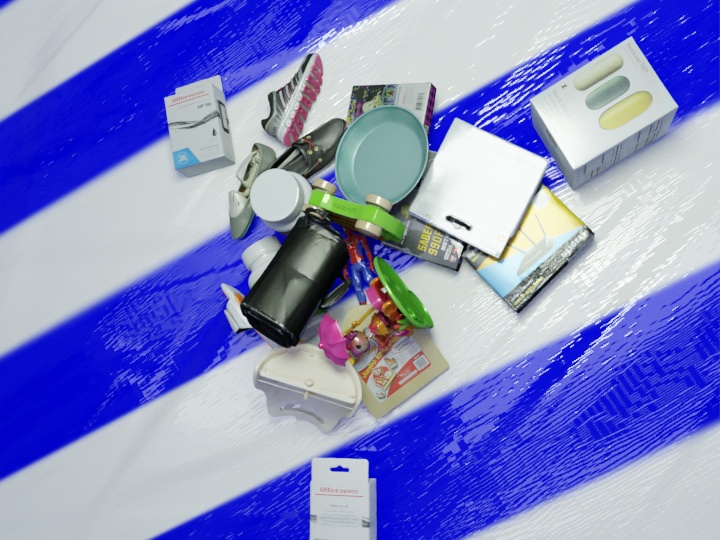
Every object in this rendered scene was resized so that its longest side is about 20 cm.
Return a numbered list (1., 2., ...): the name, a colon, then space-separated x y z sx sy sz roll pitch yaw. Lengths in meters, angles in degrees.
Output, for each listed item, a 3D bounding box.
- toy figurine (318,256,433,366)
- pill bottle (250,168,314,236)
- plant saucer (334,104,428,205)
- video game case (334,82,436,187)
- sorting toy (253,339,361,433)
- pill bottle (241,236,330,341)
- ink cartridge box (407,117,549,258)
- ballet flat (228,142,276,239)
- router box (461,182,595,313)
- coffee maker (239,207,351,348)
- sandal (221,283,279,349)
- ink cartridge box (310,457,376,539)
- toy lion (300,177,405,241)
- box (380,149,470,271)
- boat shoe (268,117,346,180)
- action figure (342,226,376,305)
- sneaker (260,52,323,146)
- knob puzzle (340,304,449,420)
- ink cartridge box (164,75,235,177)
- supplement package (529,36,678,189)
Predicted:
1. toy figurine: 0.013 0.098 1.411 0.183 0.200 0.151 -36 55 13
2. pill bottle: -0.130 -0.124 1.499 0.112 0.200 0.116 -2 83 14
3. plant saucer: 0.044 -0.208 1.472 0.198 0.036 0.203 -7 76 29
4. video game case: 0.048 -0.263 1.526 0.179 0.036 0.203 5 81 31
5. sorting toy: -0.101 0.233 1.474 0.197 0.107 0.181 17 130 1
6. pill bottle: -0.151 0.039 1.531 0.110 0.111 0.201 -33 76 8
7. ink cartridge box: 0.216 -0.150 1.444 0.198 0.041 0.202 29 90 16
8. ballet flat: -0.236 -0.165 1.598 0.067 0.063 0.202 20 85 51
9. router box: 0.309 -0.044 1.451 0.200 0.051 0.149 -46 73 6
10. coffee maker: -0.121 0.014 1.382 0.133 0.193 0.201 19 66 30
11. sandal: -0.222 0.112 1.558 0.059 0.079 0.207 -43 77 3
12. ink cartridge box: -0.031 0.451 1.464 0.114 0.068 0.203 -1 83 14
13. toy lion: 0.000 -0.093 1.427 0.198 0.191 0.069 20 85 35
14. box: 0.146 -0.118 1.506 0.157 0.048 0.202 20 88 15
15. boat shoe: -0.103 -0.233 1.579 0.201 0.063 0.074 -41 73 5
16. action figure: 0.000 0.000 1.532 0.065 0.052 0.203 -20 77 16
17. sneaker: -0.143 -0.355 1.597 0.087 0.074 0.202 20 85 21
18. knob puzzle: 0.041 0.152 1.497 0.216 0.030 0.223 0 93 3
19. ink cartridge box: -0.340 -0.312 1.645 0.114 0.068 0.203 -14 80 12
20. supplement package: 0.427 -0.274 1.398 0.199 0.151 0.153 -31 76 9
